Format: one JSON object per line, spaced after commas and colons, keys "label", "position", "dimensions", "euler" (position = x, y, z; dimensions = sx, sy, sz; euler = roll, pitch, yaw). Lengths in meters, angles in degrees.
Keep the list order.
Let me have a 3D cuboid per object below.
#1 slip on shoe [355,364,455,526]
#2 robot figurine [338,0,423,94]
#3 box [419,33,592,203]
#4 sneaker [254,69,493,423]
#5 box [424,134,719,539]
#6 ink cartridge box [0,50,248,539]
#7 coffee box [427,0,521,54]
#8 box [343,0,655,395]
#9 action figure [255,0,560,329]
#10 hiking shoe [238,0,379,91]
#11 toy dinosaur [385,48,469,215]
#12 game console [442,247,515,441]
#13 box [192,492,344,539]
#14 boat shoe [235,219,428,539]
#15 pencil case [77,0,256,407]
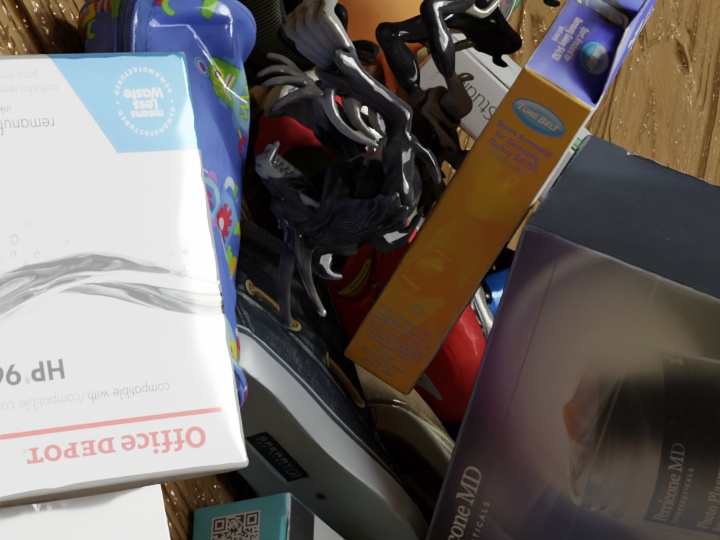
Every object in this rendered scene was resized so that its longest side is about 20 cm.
{"label": "slip on shoe", "position": [0.034, 0.119, 1.310], "dimensions": [0.200, 0.076, 0.061], "euler": [50, 24, -39]}
{"label": "robot figurine", "position": [0.000, -0.189, 1.309], "dimensions": [0.144, 0.116, 0.200], "euler": [104, -8, -55]}
{"label": "box", "position": [0.097, -0.066, 1.355], "dimensions": [0.144, 0.036, 0.200], "euler": [43, 10, 1]}
{"label": "sneaker", "position": [0.000, 0.000, 1.277], "dimensions": [0.200, 0.077, 0.085], "euler": [59, 25, -16]}
{"label": "box", "position": [0.150, 0.077, 1.152], "dimensions": [0.123, 0.198, 0.200], "euler": [-48, 156, -60]}
{"label": "ink cartridge box", "position": [-0.112, 0.025, 0.945], "dimensions": [0.116, 0.068, 0.200], "euler": [-6, 84, -36]}
{"label": "coffee box", "position": [0.084, -0.220, 1.453], "dimensions": [0.123, 0.044, 0.200], "euler": [-54, 164, -41]}
{"label": "box", "position": [0.067, -0.049, 1.159], "dimensions": [0.041, 0.200, 0.119], "euler": [31, 33, 2]}
{"label": "action figure", "position": [0.002, -0.074, 1.125], "dimensions": [0.102, 0.119, 0.200], "euler": [38, 65, -6]}
{"label": "hiking shoe", "position": [-0.059, -0.176, 1.178], "dimensions": [0.076, 0.101, 0.200], "euler": [-73, 145, -52]}
{"label": "toy dinosaur", "position": [0.035, -0.073, 1.411], "dimensions": [0.101, 0.058, 0.200], "euler": [60, 29, -35]}
{"label": "game console", "position": [0.074, 0.097, 1.474], "dimensions": [0.171, 0.118, 0.200], "euler": [-18, 97, -36]}
{"label": "box", "position": [-0.012, 0.180, 1.188], "dimensions": [0.200, 0.049, 0.082], "euler": [47, 38, -52]}
{"label": "boat shoe", "position": [-0.020, 0.064, 1.189], "dimensions": [0.200, 0.071, 0.091], "euler": [53, 35, -39]}
{"label": "pencil case", "position": [-0.084, -0.028, 1.077], "dimensions": [0.087, 0.078, 0.200], "euler": [71, 17, -61]}
